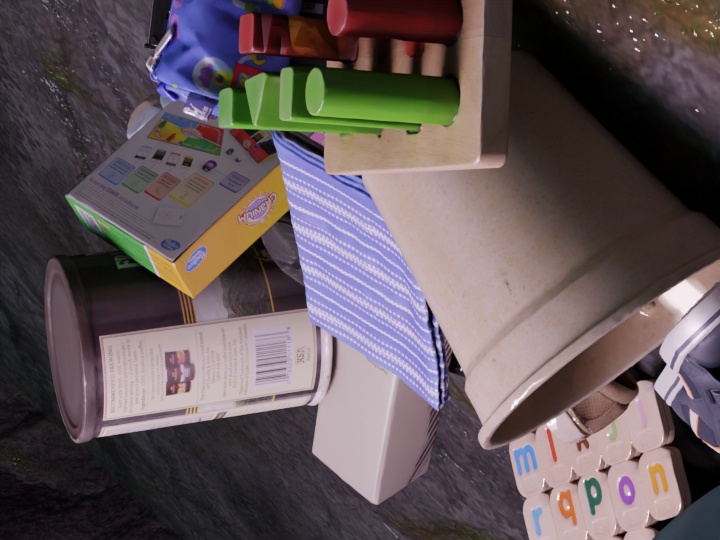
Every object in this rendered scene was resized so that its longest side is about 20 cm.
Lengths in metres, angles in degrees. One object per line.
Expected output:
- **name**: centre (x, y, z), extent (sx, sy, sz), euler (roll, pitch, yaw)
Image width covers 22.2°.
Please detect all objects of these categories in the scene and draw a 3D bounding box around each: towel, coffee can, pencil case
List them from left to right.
- **coffee can**: centre (-0.139, 0.050, 1.458), extent (0.146, 0.199, 0.147), euler (173, 90, -70)
- **pencil case**: centre (-0.076, -0.189, 1.126), extent (0.086, 0.201, 0.078), euler (11, -179, -19)
- **towel**: centre (0.000, 0.000, 1.287), extent (0.145, 0.024, 0.201), euler (32, 148, 33)

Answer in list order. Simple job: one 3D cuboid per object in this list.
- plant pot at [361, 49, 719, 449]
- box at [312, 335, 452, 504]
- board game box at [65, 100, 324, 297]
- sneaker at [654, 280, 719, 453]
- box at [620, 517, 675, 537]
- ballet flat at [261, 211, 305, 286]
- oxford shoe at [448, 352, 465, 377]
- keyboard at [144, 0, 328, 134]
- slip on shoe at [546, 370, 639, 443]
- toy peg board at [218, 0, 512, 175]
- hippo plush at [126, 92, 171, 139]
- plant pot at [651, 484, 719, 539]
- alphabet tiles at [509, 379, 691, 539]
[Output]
- **plant pot**: centre (0.104, -0.024, 1.114), extent (0.184, 0.200, 0.201), euler (55, 164, 14)
- **box**: centre (0.020, 0.083, 1.460), extent (0.082, 0.068, 0.201), euler (38, 138, 29)
- **board game box**: centre (-0.108, -0.084, 1.415), extent (0.153, 0.200, 0.040), euler (30, 156, 43)
- **sneaker**: centre (0.234, 0.060, 1.138), extent (0.079, 0.078, 0.200), euler (47, 174, 17)
- **box**: centre (0.224, 0.246, 1.433), extent (0.106, 0.123, 0.200), euler (24, 170, -19)
- **ballet flat**: centre (0.002, -0.013, 1.360), extent (0.199, 0.057, 0.067), euler (11, 132, 43)
- **oxford shoe**: centre (0.049, 0.021, 1.524), extent (0.200, 0.073, 0.084), euler (37, -174, 18)
- **keyboard**: centre (-0.042, -0.143, 1.172), extent (0.199, 0.128, 0.021), euler (9, -177, 14)
- **slip on shoe**: centre (0.114, 0.022, 1.251), extent (0.201, 0.060, 0.076), euler (58, -153, 3)
- **toy peg board**: centre (-0.005, -0.157, 1.016), extent (0.200, 0.097, 0.200), euler (-177, 88, -65)
- **hippo plush**: centre (-0.114, -0.072, 1.609), extent (0.160, 0.160, 0.200), euler (23, -161, -33)
- **plant pot**: centre (0.263, 0.215, 1.190), extent (0.142, 0.141, 0.200), euler (51, 142, -10)
- **alphabet tiles**: centre (0.176, 0.152, 1.371), extent (0.200, 0.015, 0.197), euler (-35, 65, 58)
